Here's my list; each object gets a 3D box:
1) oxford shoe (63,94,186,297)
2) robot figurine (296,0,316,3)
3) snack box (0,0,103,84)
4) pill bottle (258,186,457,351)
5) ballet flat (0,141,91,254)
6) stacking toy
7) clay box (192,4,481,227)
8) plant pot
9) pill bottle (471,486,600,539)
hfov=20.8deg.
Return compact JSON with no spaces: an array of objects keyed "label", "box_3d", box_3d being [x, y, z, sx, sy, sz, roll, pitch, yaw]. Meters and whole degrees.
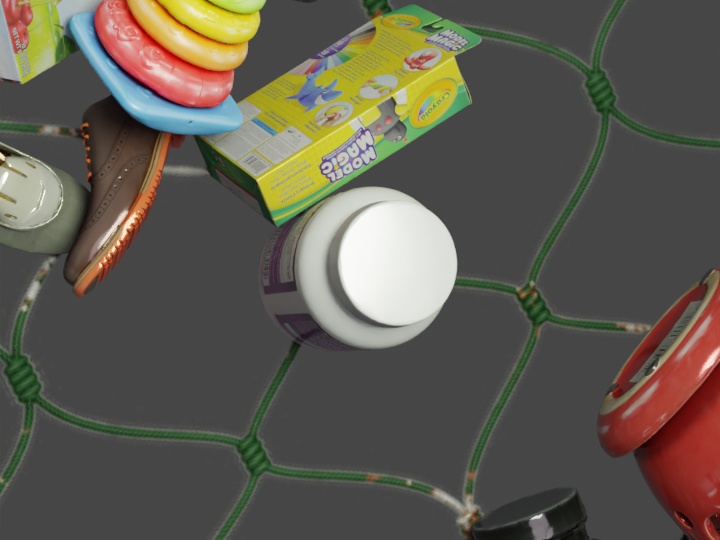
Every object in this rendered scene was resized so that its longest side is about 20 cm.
[{"label":"oxford shoe","box_3d":[-0.175,-0.075,1.401,0.072,0.071,0.201,26,67,-7]},{"label":"robot figurine","box_3d":[-0.055,-0.285,1.401,0.199,0.125,0.151,5,43,-35]},{"label":"snack box","box_3d":[-0.224,-0.248,1.333,0.142,0.053,0.201,-42,132,-45]},{"label":"pill bottle","box_3d":[0.000,0.000,1.376,0.111,0.200,0.113,1,87,-15]},{"label":"ballet flat","box_3d":[-0.272,-0.066,1.376,0.199,0.064,0.068,25,80,-13]},{"label":"stacking toy","box_3d":[-0.097,-0.198,1.312,0.116,0.200,0.110,3,43,-48]},{"label":"clay box","box_3d":[-0.011,-0.118,1.422,0.199,0.115,0.048,-32,124,-15]},{"label":"plant pot","box_3d":[0.289,0.109,1.456,0.182,0.200,0.201,39,78,0]},{"label":"pill bottle","box_3d":[0.155,0.269,1.449,0.111,0.112,0.201,-21,92,-15]}]
